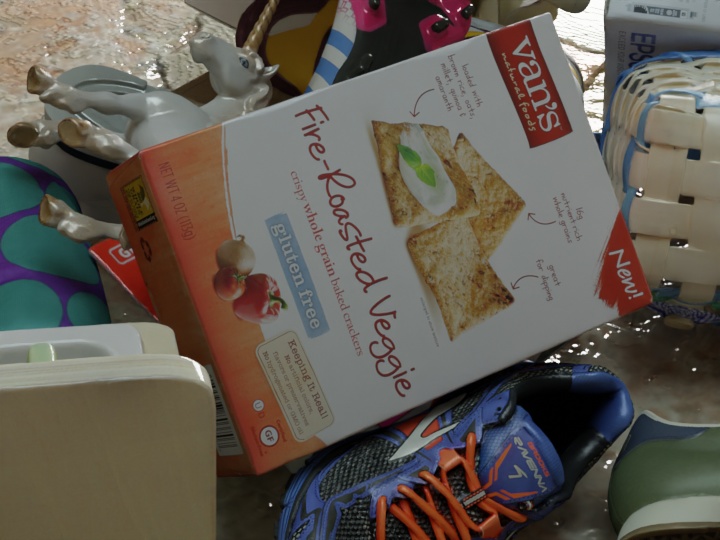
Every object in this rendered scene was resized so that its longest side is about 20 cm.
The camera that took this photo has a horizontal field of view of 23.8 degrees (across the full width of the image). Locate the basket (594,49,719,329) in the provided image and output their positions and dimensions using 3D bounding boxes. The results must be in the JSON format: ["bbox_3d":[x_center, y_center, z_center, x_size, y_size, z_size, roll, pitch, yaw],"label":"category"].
[{"bbox_3d":[0.195,-0.041,0.875,0.175,0.140,0.200,9,14,11],"label":"basket"}]

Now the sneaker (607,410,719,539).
[{"bbox_3d":[0.202,0.092,0.721,0.198,0.068,0.090,1,39,2],"label":"sneaker"}]

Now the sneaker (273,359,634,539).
[{"bbox_3d":[0.040,0.083,0.691,0.078,0.076,0.200,-22,10,46],"label":"sneaker"}]

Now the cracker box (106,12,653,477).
[{"bbox_3d":[0.011,-0.013,0.714,0.199,0.135,0.058,-22,2,-25],"label":"cracker box"}]

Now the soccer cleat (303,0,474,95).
[{"bbox_3d":[0.001,-0.095,0.840,0.070,0.086,0.201,35,39,-13],"label":"soccer cleat"}]

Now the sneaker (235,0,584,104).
[{"bbox_3d":[0.024,-0.109,0.923,0.198,0.076,0.090,11,20,6],"label":"sneaker"}]

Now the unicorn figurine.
[{"bbox_3d":[-0.091,-0.060,0.806,0.136,0.074,0.201,9,45,-28],"label":"unicorn figurine"}]

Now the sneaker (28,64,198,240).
[{"bbox_3d":[-0.079,-0.031,0.892,0.199,0.081,0.077,28,43,1],"label":"sneaker"}]

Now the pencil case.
[{"bbox_3d":[-0.160,0.029,0.774,0.092,0.086,0.200,-4,33,-14],"label":"pencil case"}]

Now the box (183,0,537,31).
[{"bbox_3d":[0.007,-0.174,1.088,0.199,0.037,0.144,-15,34,-41],"label":"box"}]

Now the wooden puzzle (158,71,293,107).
[{"bbox_3d":[0.002,-0.091,1.018,0.184,0.047,0.200,23,33,27],"label":"wooden puzzle"}]

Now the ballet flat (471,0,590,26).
[{"bbox_3d":[0.081,-0.168,0.986,0.069,0.070,0.200,-10,9,-19],"label":"ballet flat"}]

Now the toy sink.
[{"bbox_3d":[-0.120,0.089,0.578,0.129,0.201,0.112,-5,34,-11],"label":"toy sink"}]

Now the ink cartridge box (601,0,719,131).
[{"bbox_3d":[0.232,-0.103,0.941,0.198,0.200,0.041,7,76,10],"label":"ink cartridge box"}]

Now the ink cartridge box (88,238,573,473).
[{"bbox_3d":[0.000,0.000,0.818,0.174,0.044,0.199,45,46,14],"label":"ink cartridge box"}]
